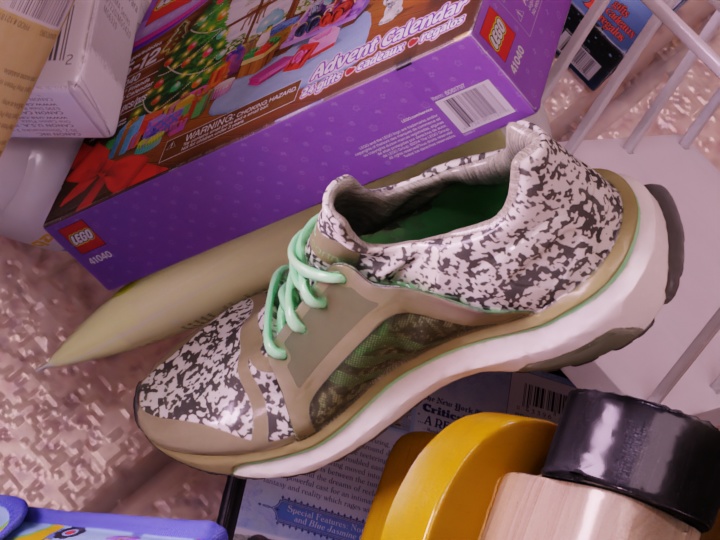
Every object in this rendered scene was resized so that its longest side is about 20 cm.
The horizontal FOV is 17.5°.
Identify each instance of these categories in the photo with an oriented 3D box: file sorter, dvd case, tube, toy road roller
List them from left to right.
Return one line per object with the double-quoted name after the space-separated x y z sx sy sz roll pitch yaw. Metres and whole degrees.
-0.026 -0.015 0.832 0.058 0.199 0.052 34 36 -42 "tube"
0.017 0.100 0.867 0.142 0.018 0.201 17 47 -6 "dvd case"
0.084 0.115 0.788 0.199 0.146 0.124 28 77 -38 "toy road roller"
0.142 -0.038 0.877 0.199 0.125 0.139 -8 49 -51 "file sorter"

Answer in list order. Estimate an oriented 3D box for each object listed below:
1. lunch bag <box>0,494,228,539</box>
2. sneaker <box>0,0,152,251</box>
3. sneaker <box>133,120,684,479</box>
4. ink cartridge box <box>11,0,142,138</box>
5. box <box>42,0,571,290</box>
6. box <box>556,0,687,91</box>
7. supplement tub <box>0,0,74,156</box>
-0.150 0.139 0.761 0.150 0.199 0.095 -39 127 -37 "lunch bag"
-0.116 -0.100 0.914 0.080 0.076 0.201 19 63 -32 "sneaker"
0.000 0.000 0.759 0.089 0.199 0.077 47 29 -39 "sneaker"
-0.173 -0.136 0.864 0.199 0.045 0.177 1 67 17 "ink cartridge box"
-0.011 -0.080 0.808 0.039 0.199 0.137 46 43 -27 "box"
0.079 -0.195 1.027 0.200 0.038 0.137 45 64 2 "box"
-0.173 -0.078 0.735 0.144 0.145 0.201 26 94 -7 "supplement tub"
